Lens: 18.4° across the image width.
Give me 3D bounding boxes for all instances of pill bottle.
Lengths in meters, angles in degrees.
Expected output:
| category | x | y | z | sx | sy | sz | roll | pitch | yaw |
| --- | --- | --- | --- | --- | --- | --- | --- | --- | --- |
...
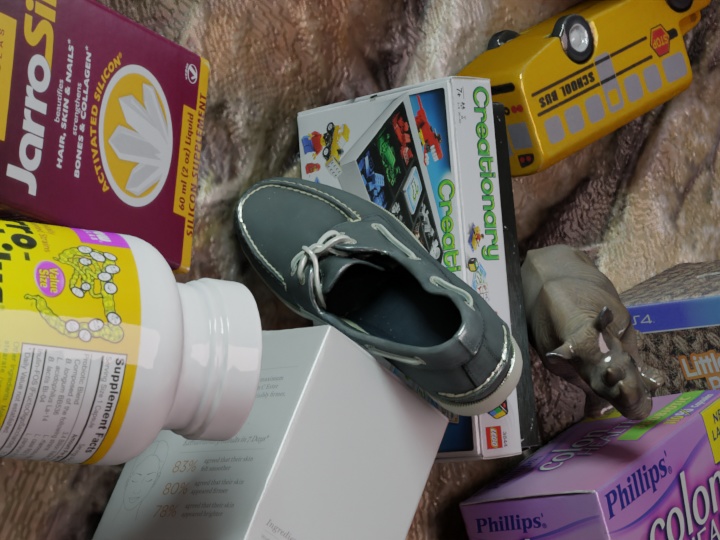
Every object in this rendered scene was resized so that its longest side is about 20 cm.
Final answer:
| category | x | y | z | sx | sy | sz | roll | pitch | yaw |
| --- | --- | --- | --- | --- | --- | --- | --- | --- | --- |
| pill bottle | -0.148 | 0.030 | 0.971 | 0.200 | 0.104 | 0.105 | 7 | 79 | -26 |

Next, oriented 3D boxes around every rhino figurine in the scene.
| category | x | y | z | sx | sy | sz | roll | pitch | yaw |
| --- | --- | --- | --- | --- | --- | --- | --- | --- | --- |
| rhino figurine | 0.130 | 0.039 | 1.278 | 0.060 | 0.200 | 0.088 | -34 | 104 | 5 |

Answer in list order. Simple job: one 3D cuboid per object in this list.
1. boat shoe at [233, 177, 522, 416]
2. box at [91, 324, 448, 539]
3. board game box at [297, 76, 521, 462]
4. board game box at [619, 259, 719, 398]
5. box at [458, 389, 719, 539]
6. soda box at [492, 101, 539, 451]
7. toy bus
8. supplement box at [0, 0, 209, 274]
| category | x | y | z | sx | sy | sz | roll | pitch | yaw |
| --- | --- | --- | --- | --- | --- | --- | --- | --- | --- |
| boat shoe | 0.000 | 0.000 | 1.140 | 0.073 | 0.200 | 0.062 | -49 | 144 | -4 |
| box | -0.058 | 0.139 | 1.111 | 0.097 | 0.124 | 0.200 | 39 | 60 | -32 |
| board game box | 0.024 | 0.004 | 1.204 | 0.035 | 0.126 | 0.201 | -1 | 85 | -42 |
| board game box | 0.258 | 0.095 | 1.386 | 0.097 | 0.159 | 0.201 | -24 | 100 | -42 |
| box | 0.166 | 0.195 | 1.312 | 0.176 | 0.097 | 0.201 | -26 | 101 | -51 |
| soda box | 0.048 | 0.006 | 1.269 | 0.071 | 0.063 | 0.201 | -3 | 87 | -43 |
| toy bus | 0.141 | -0.126 | 1.372 | 0.200 | 0.065 | 0.078 | -29 | 104 | -41 |
| supplement box | -0.157 | -0.069 | 1.027 | 0.200 | 0.085 | 0.111 | 23 | 70 | -62 |
